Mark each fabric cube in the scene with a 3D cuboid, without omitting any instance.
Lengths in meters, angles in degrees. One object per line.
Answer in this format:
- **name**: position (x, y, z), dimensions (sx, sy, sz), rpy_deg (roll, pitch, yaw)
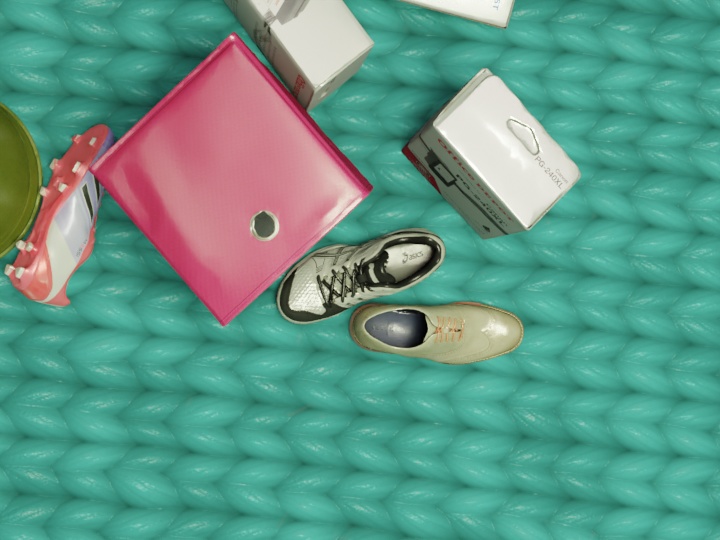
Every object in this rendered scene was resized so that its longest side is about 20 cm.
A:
- **fabric cube**: position (-0.121, -0.092, 1.131), dimensions (0.196, 0.200, 0.200), rpy_deg (-41, 93, 4)

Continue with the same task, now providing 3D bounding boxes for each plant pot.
- **plant pot**: position (-0.435, -0.100, 1.110), dimensions (0.197, 0.193, 0.204), rpy_deg (0, 89, -7)

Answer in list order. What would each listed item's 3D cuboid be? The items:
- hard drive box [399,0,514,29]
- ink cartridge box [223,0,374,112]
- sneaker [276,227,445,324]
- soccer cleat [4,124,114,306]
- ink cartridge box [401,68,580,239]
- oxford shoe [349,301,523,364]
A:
- **hard drive box**: position (0.083, -0.367, 1.208), dimensions (0.197, 0.077, 0.158), rpy_deg (14, 107, -5)
- **ink cartridge box**: position (-0.082, -0.282, 1.176), dimensions (0.083, 0.145, 0.201), rpy_deg (-37, 93, -6)
- **sneaker**: position (0.000, 0.000, 1.210), dimensions (0.198, 0.088, 0.077), rpy_deg (-23, 93, -5)
- **soccer cleat**: position (-0.309, -0.059, 1.196), dimensions (0.076, 0.066, 0.202), rpy_deg (33, 76, -40)
- **ink cartridge box**: position (0.131, -0.115, 1.169), dimensions (0.083, 0.200, 0.145), rpy_deg (-44, 93, -5)
- **oxford shoe**: position (0.088, 0.071, 1.224), dimensions (0.197, 0.074, 0.072), rpy_deg (-1, 89, -6)
